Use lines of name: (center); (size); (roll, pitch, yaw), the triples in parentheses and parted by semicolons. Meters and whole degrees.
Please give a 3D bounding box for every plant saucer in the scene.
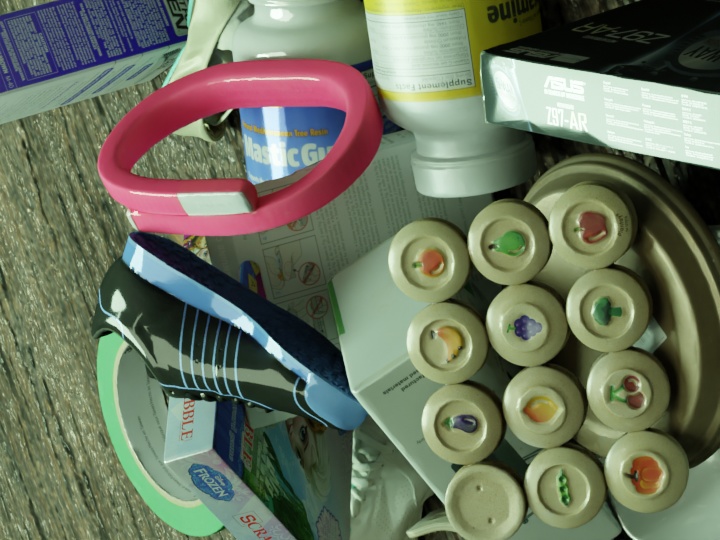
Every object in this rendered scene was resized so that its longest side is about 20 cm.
plant saucer: (0.151, 0.029, 1.508); (0.199, 0.029, 0.202); (25, 124, 44)

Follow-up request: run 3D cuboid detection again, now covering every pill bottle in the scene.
pill bottle: (0.060, -0.154, 1.594); (0.112, 0.111, 0.202); (11, 115, 51)
pill bottle: (-0.030, -0.121, 1.732); (0.112, 0.112, 0.202); (16, 120, 49)

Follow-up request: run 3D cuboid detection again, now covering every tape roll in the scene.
tape roll: (-0.142, 0.116, 2.056); (0.200, 0.048, 0.202); (27, 127, 44)

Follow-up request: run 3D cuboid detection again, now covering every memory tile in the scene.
memory tile: (0.103, 0.056, 1.470); (0.152, 0.017, 0.202); (-11, 100, 16)

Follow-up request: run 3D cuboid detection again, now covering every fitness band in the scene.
fitness band: (-0.078, -0.081, 1.620); (0.199, 0.144, 0.038); (3, 133, 35)

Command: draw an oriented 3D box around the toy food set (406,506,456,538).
toy food set: (0.100, 0.247, 1.669); (0.201, 0.060, 0.143); (58, -173, 5)

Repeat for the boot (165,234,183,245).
boot: (-0.113, 0.044, 1.914); (0.097, 0.074, 0.200); (-57, 36, 23)

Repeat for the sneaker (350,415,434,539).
sneaker: (0.006, 0.159, 1.840); (0.075, 0.088, 0.201); (36, 128, 40)

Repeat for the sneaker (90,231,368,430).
sneaker: (-0.083, 0.056, 1.601); (0.199, 0.070, 0.078); (34, 107, 18)

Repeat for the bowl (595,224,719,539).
bowl: (0.221, 0.066, 1.517); (0.199, 0.074, 0.201); (-9, 99, 55)

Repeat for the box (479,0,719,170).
box: (0.189, -0.108, 1.400); (0.199, 0.159, 0.044); (16, 119, 50)

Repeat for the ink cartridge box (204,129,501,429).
ink cartridge box: (0.000, 0.000, 1.676); (0.057, 0.198, 0.164); (-143, 39, -77)

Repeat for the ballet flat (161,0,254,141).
ballet flat: (-0.099, -0.169, 1.856); (0.070, 0.069, 0.201); (52, 143, 23)

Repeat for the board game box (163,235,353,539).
board game box: (-0.065, 0.096, 1.732); (0.041, 0.201, 0.200); (-15, 140, 21)

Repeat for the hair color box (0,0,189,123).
hair color box: (-0.226, -0.164, 1.898); (0.109, 0.199, 0.065); (-27, 83, 55)

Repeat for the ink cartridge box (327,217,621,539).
ink cartridge box: (0.072, 0.088, 1.602); (0.200, 0.083, 0.147); (52, -169, -27)
